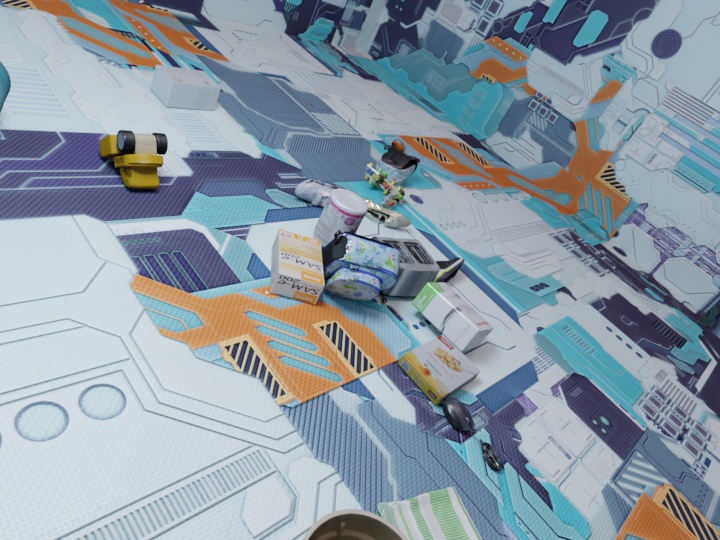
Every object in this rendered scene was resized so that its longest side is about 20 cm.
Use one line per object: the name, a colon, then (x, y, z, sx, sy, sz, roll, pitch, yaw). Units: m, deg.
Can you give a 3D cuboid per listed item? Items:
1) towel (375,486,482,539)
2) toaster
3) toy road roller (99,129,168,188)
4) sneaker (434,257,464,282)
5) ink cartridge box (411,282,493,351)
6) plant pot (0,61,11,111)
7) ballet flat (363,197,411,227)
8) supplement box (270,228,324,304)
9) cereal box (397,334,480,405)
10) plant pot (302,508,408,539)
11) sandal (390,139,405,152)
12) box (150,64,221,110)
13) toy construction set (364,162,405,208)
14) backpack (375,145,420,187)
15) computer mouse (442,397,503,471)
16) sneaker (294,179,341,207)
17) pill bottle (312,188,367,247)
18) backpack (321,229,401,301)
towel: (0.136, 0.489, 1.001, 0.199, 0.023, 0.153, 4, 41, -36)
toaster: (0.117, -0.008, 1.598, 0.180, 0.119, 0.200, 2, 41, -36)
toy road roller: (-0.610, -0.294, 1.446, 0.122, 0.147, 0.199, -7, 9, -43)
sneaker: (0.280, -0.015, 1.784, 0.083, 0.072, 0.200, 38, 32, 16)
ink cartridge box: (0.263, 0.128, 1.524, 0.200, 0.084, 0.145, 45, 19, 23)
plant pot: (-0.942, -0.400, 1.243, 0.199, 0.200, 0.189, 8, 52, -31)
ballet flat: (0.080, -0.188, 1.894, 0.199, 0.068, 0.063, 25, 59, -1)
supplement box: (-0.168, -0.014, 1.418, 0.125, 0.074, 0.201, 16, 35, -20)
cereal box: (0.205, 0.249, 1.379, 0.144, 0.040, 0.199, 45, 35, 23)
plant pot: (-0.030, 0.472, 0.738, 0.199, 0.184, 0.201, 21, 33, -14)
sandal: (0.177, -0.574, 2.502, 0.079, 0.059, 0.207, 28, 32, -3)
box: (-0.630, -0.658, 1.935, 0.199, 0.098, 0.124, -14, 52, -49)
toy construction set: (0.097, -0.317, 2.043, 0.131, 0.092, 0.201, 28, 29, -54)
backpack: (0.140, -0.418, 2.190, 0.166, 0.127, 0.200, 23, 31, 11)
computer mouse: (0.264, 0.376, 1.250, 0.058, 0.034, 0.200, -10, 52, -49)
sneaker: (-0.114, -0.236, 1.774, 0.199, 0.075, 0.115, 4, 37, -40)
pill bottle: (-0.068, -0.121, 1.529, 0.113, 0.201, 0.114, 20, 33, -14)
backpack: (0.000, 0.000, 1.431, 0.199, 0.183, 0.148, 12, 71, -18)
